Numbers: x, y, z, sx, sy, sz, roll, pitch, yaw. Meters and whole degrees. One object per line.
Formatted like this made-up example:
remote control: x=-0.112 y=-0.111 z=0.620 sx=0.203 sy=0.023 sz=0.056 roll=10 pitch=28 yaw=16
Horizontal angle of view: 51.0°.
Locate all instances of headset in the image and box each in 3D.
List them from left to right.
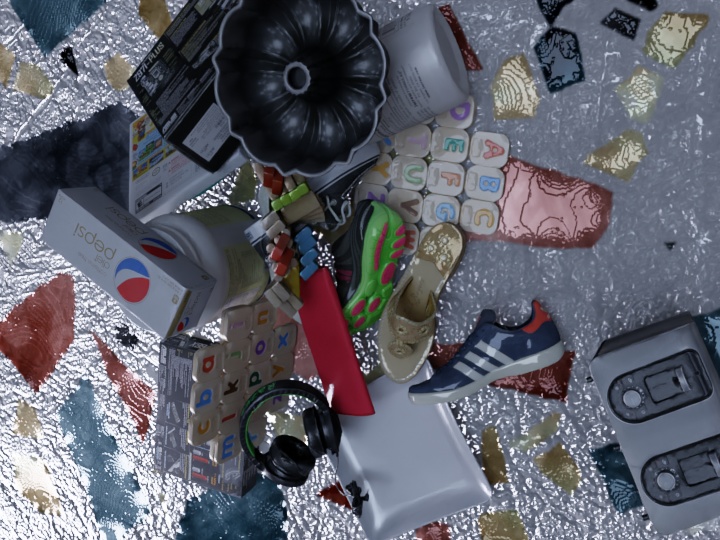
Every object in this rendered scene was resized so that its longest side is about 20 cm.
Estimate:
headset: x=-0.067 y=0.231 z=0.962 sx=0.123 sy=0.094 sz=0.200 roll=-41 pitch=112 yaw=8

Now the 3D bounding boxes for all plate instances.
plate: x=0.052 y=0.237 z=0.998 sx=0.197 sy=0.032 sz=0.204 roll=-28 pitch=87 yaw=23

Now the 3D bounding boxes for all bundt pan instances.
bundt pan: x=-0.054 y=-0.207 z=0.801 sx=0.197 sy=0.076 sz=0.207 roll=6 pitch=109 yaw=18

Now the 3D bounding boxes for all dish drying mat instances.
dish drying mat: x=-0.037 y=0.090 z=0.957 sx=0.076 sy=0.018 sz=0.205 roll=-2 pitch=110 yaw=44

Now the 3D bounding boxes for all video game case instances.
video game case: x=-0.232 y=-0.171 z=1.000 sx=0.197 sy=0.023 sz=0.186 roll=-28 pitch=55 yaw=25

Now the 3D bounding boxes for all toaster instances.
toaster: x=0.328 y=0.152 z=0.796 sx=0.117 sy=0.199 sz=0.185 roll=-23 pitch=82 yaw=21

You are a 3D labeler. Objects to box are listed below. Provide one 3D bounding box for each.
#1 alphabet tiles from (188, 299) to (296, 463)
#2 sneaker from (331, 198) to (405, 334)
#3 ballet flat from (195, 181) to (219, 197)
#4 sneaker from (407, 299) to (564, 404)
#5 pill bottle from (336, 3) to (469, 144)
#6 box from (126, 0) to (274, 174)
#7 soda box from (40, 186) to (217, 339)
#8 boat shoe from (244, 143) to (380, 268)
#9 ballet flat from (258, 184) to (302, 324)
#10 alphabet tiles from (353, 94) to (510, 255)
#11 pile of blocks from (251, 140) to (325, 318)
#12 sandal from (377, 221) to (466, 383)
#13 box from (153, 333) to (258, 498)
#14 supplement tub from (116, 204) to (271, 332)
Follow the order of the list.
alphabet tiles: x=-0.150 y=0.141 z=0.976 sx=0.014 sy=0.194 sz=0.206 roll=15 pitch=105 yaw=29
sneaker: x=0.000 y=0.000 z=0.963 sx=0.084 sy=0.075 sz=0.203 roll=51 pitch=129 yaw=42
ballet flat: x=-0.194 y=-0.166 z=1.025 sx=0.198 sy=0.067 sz=0.063 roll=-32 pitch=59 yaw=20
sneaker: x=0.141 y=0.096 z=0.909 sx=0.196 sy=0.075 sz=0.086 roll=-22 pitch=89 yaw=5
pill bottle: x=0.018 y=-0.213 z=0.879 sx=0.196 sy=0.114 sz=0.117 roll=-19 pitch=92 yaw=24
box: x=-0.173 y=-0.250 z=0.919 sx=0.201 sy=0.086 sz=0.164 roll=-49 pitch=48 yaw=8
soda box: x=-0.261 y=-0.012 z=0.849 sx=0.198 sy=0.063 sz=0.069 roll=35 pitch=109 yaw=13
boat shoe: x=-0.047 y=-0.079 z=0.929 sx=0.198 sy=0.074 sz=0.069 roll=-38 pitch=96 yaw=-11
ballet flat: x=-0.090 y=-0.025 z=0.986 sx=0.068 sy=0.069 sz=0.205 roll=-14 pitch=92 yaw=23
alphabet tiles: x=0.083 y=-0.117 z=0.935 sx=0.191 sy=0.015 sz=0.206 roll=11 pitch=103 yaw=20
pile of blocks: x=-0.079 y=-0.043 z=0.868 sx=0.080 sy=0.062 sz=0.206 roll=-5 pitch=102 yaw=-2
sandal: x=0.062 y=0.042 z=0.916 sx=0.076 sy=0.069 sz=0.216 roll=27 pitch=104 yaw=20
box: x=-0.221 y=0.208 z=1.095 sx=0.154 sy=0.050 sz=0.206 roll=10 pitch=103 yaw=20
supplement tub: x=-0.209 y=-0.005 z=0.973 sx=0.141 sy=0.199 sz=0.149 roll=4 pitch=101 yaw=21
